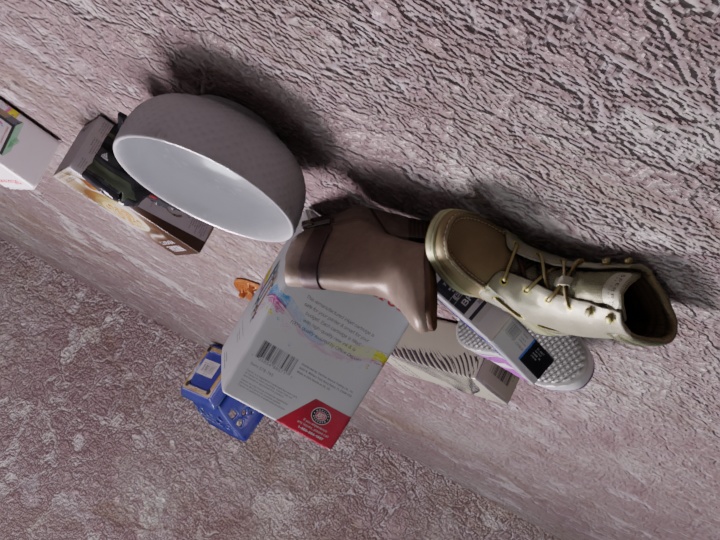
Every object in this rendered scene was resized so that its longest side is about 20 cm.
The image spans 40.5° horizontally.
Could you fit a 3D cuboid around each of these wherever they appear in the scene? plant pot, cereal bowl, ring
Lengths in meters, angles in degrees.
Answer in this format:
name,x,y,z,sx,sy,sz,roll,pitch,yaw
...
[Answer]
name,x,y,z,sx,sy,sz,roll,pitch,yaw
plant pot,-0.367,0.324,2.702,0.198,0.202,0.180,12,152,47
cereal bowl,-0.138,-0.111,0.960,0.197,0.084,0.200,22,164,7
ring,-0.144,0.073,1.759,0.198,0.019,0.201,26,166,7

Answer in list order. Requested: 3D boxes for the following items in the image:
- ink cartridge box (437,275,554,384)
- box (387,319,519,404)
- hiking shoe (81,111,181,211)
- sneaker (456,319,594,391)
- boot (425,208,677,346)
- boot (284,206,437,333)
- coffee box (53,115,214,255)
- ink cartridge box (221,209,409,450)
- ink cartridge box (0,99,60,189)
name,x,y,z,sx,sy,sz,roll,pitch,yaw
ink cartridge box,0.111,0.034,1.024,0.099,0.039,0.200,42,180,-43
box,0.117,0.112,1.295,0.082,0.069,0.198,38,162,-35
hiking shoe,-0.214,-0.125,1.076,0.075,0.102,0.199,36,-163,14
sneaker,0.206,0.096,1.085,0.114,0.073,0.200,33,176,-32
boot,0.164,0.007,0.838,0.199,0.073,0.154,31,167,-32
boot,0.000,0.000,0.914,0.143,0.072,0.201,-2,-155,6
coffee box,-0.289,-0.106,1.284,0.199,0.081,0.114,34,165,-23
ink cartridge box,-0.047,0.061,1.097,0.144,0.202,0.145,31,-171,-14
ink cartridge box,-0.560,-0.209,1.431,0.199,0.085,0.144,38,163,-33
